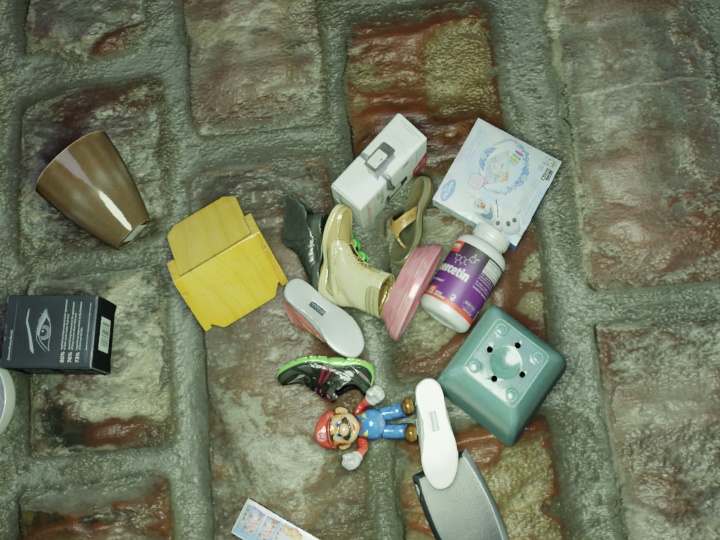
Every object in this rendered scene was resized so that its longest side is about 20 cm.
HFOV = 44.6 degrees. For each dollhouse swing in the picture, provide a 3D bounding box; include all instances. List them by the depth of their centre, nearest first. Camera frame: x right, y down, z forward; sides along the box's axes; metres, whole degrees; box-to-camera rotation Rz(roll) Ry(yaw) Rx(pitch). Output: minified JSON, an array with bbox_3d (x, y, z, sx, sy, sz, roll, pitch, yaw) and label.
[{"bbox_3d":[-0.284,-0.021,1.821,0.198,0.176,0.184,-30,117,-3],"label":"dollhouse swing"}]

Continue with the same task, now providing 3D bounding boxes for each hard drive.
[{"bbox_3d":[0.191,0.455,1.653,0.133,0.042,0.203,-25,75,-1],"label":"hard drive"}]

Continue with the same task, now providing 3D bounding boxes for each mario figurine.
[{"bbox_3d":[0.009,0.300,1.674,0.195,0.107,0.125,-9,44,-4],"label":"mario figurine"}]

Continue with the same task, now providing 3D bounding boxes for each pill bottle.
[{"bbox_3d":[0.210,0.011,1.722,0.111,0.113,0.202,31,81,12],"label":"pill bottle"}]

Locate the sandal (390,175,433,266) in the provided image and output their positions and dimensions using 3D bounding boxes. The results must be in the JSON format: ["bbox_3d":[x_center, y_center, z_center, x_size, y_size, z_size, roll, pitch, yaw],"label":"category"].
[{"bbox_3d":[0.093,-0.105,1.775,0.053,0.080,0.204,26,72,-29],"label":"sandal"}]

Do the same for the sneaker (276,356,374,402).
[{"bbox_3d":[-0.070,0.215,1.721,0.195,0.077,0.086,-1,72,7],"label":"sneaker"}]

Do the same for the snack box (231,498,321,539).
[{"bbox_3d":[-0.147,0.518,1.682,0.197,0.024,0.073,27,81,11],"label":"snack box"}]

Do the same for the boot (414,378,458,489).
[{"bbox_3d":[0.143,0.310,1.671,0.071,0.090,0.205,-6,78,2],"label":"boot"}]

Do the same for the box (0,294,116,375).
[{"bbox_3d":[-0.611,0.132,1.781,0.195,0.104,0.152,1,77,7],"label":"box"}]

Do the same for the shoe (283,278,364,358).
[{"bbox_3d":[-0.075,0.103,1.743,0.199,0.091,0.072,42,71,6],"label":"shoe"}]

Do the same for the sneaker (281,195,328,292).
[{"bbox_3d":[-0.114,-0.051,1.798,0.102,0.060,0.205,2,92,28],"label":"sneaker"}]

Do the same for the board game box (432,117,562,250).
[{"bbox_3d":[0.278,-0.178,1.796,0.197,0.043,0.202,30,81,11],"label":"board game box"}]

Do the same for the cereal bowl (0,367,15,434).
[{"bbox_3d":[-0.782,0.263,1.774,0.195,0.083,0.205,-2,79,10],"label":"cereal bowl"}]

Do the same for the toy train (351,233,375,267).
[{"bbox_3d":[0.000,0.000,1.785,0.056,0.042,0.202,-36,75,8],"label":"toy train"}]

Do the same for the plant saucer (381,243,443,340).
[{"bbox_3d":[0.095,0.034,1.682,0.050,0.201,0.203,27,80,7],"label":"plant saucer"}]

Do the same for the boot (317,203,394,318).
[{"bbox_3d":[-0.002,-0.019,1.718,0.153,0.072,0.205,15,101,32],"label":"boot"}]

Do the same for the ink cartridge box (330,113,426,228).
[{"bbox_3d":[0.040,-0.196,1.772,0.083,0.145,0.200,41,83,11],"label":"ink cartridge box"}]

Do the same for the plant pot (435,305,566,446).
[{"bbox_3d":[0.265,0.183,1.631,0.195,0.200,0.197,36,82,12],"label":"plant pot"}]

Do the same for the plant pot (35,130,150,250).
[{"bbox_3d":[-0.533,-0.149,1.818,0.187,0.187,0.201,-43,90,-5],"label":"plant pot"}]
